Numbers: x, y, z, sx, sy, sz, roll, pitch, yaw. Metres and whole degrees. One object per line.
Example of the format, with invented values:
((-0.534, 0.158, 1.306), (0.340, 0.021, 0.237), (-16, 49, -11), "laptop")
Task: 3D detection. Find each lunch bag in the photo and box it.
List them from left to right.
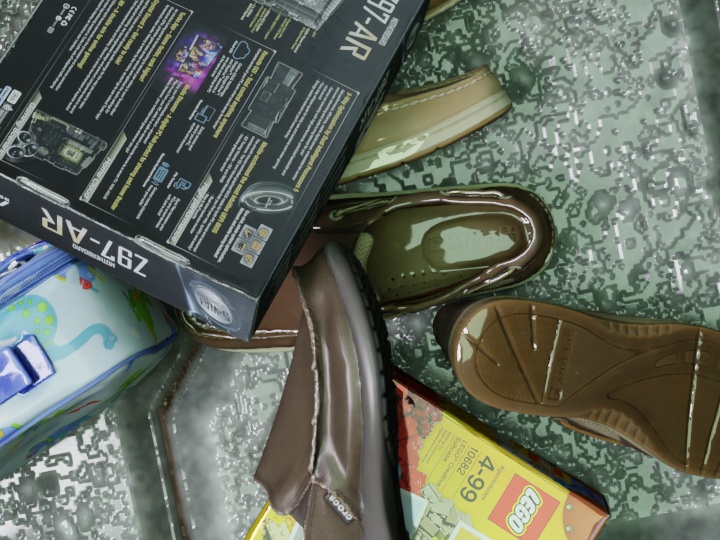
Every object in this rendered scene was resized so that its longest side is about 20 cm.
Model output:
((-0.190, 0.061, 0.954), (0.199, 0.161, 0.083), (-35, 90, 6), "lunch bag")

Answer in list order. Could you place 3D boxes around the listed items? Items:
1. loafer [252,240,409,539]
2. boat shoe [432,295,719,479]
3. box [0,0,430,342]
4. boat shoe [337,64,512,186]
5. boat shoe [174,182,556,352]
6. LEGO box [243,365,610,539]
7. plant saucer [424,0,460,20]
((-0.017, 0.088, 0.907), (0.070, 0.073, 0.202), (-5, 91, 5), "loafer")
((0.128, 0.053, 0.976), (0.198, 0.072, 0.073), (13, 94, -18), "boat shoe")
((-0.076, -0.089, 0.912), (0.159, 0.044, 0.201), (25, 62, 4), "box")
((-0.025, -0.075, 0.979), (0.198, 0.074, 0.070), (-17, 94, 4), "boat shoe")
((-0.001, -0.006, 0.979), (0.200, 0.075, 0.075), (-16, 91, 5), "boat shoe")
((0.011, 0.163, 0.984), (0.148, 0.077, 0.201), (31, 94, 3), "LEGO box")
((-0.004, -0.219, 0.991), (0.198, 0.035, 0.202), (0, 93, 5), "plant saucer")
